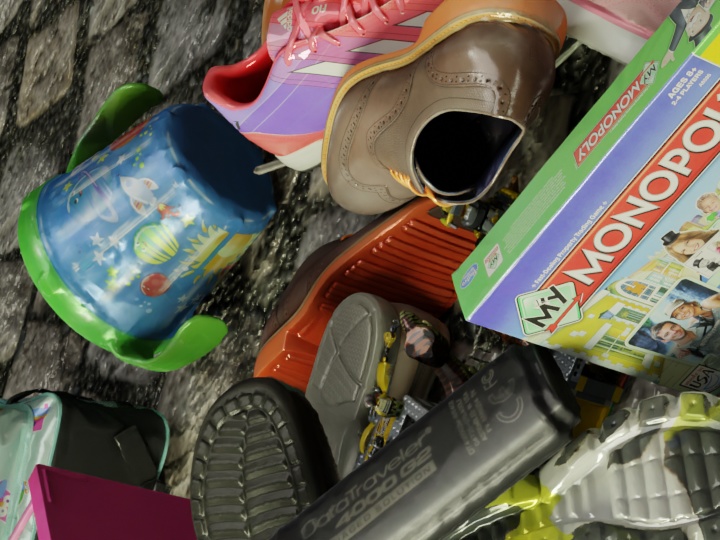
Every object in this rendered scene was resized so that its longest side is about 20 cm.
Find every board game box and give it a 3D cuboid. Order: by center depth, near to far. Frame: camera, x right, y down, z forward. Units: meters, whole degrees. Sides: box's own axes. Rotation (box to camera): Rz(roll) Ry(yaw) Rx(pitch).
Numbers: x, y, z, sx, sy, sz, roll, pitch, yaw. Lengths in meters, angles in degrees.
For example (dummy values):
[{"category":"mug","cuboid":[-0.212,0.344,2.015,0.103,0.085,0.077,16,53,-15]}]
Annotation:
[{"category":"board game box","cuboid":[0.146,-0.036,0.760,0.200,0.134,0.029,-52,35,33]}]

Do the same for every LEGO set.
[{"category":"LEGO set","cuboid":[0.044,0.044,0.904,0.201,0.115,0.154,-64,30,14]}]

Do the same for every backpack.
[{"category":"backpack","cuboid":[-0.227,0.164,1.273,0.200,0.152,0.177,170,110,-66]}]

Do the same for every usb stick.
[{"category":"usb stick","cuboid":[0.008,0.106,0.821,0.200,0.033,0.056,-40,38,17]}]

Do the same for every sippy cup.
[{"category":"sippy cup","cuboid":[-0.128,-0.034,1.243,0.130,0.178,0.140,-38,-1,30]}]

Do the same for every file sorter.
[{"category":"file sorter","cuboid":[-0.129,0.232,1.075,0.126,0.138,0.200,-58,32,26]}]

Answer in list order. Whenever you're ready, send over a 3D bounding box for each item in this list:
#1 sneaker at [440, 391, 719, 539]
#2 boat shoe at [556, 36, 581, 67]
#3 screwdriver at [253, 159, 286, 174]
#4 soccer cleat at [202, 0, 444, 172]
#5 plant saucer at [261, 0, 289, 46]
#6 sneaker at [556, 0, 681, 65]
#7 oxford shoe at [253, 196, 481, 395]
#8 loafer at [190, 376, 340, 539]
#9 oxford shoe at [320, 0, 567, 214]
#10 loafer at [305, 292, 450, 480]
[{"category":"sneaker","cuboid":[0.111,0.110,0.808,0.199,0.085,0.075,-19,50,32]},{"category":"boat shoe","cuboid":[0.049,-0.102,1.035,0.200,0.063,0.071,-25,86,46]},{"category":"screwdriver","cuboid":[0.006,-0.073,1.032,0.200,0.029,0.028,-14,94,54]},{"category":"soccer cleat","cuboid":[-0.003,-0.119,0.972,0.200,0.073,0.069,-37,34,45]},{"category":"plant saucer","cuboid":[0.003,-0.191,1.193,0.200,0.032,0.201,-37,44,46]},{"category":"sneaker","cuboid":[0.157,-0.127,0.855,0.200,0.075,0.105,38,106,56]},{"category":"oxford shoe","cuboid":[0.000,0.000,1.056,0.200,0.071,0.073,-42,35,42]},{"category":"loafer","cuboid":[-0.027,0.147,0.948,0.073,0.071,0.201,-9,96,30]},{"category":"oxford shoe","cuboid":[0.027,-0.062,0.916,0.200,0.071,0.073,136,148,-60]},{"category":"loafer","cuboid":[-0.005,0.113,1.017,0.072,0.063,0.201,30,104,54]}]
